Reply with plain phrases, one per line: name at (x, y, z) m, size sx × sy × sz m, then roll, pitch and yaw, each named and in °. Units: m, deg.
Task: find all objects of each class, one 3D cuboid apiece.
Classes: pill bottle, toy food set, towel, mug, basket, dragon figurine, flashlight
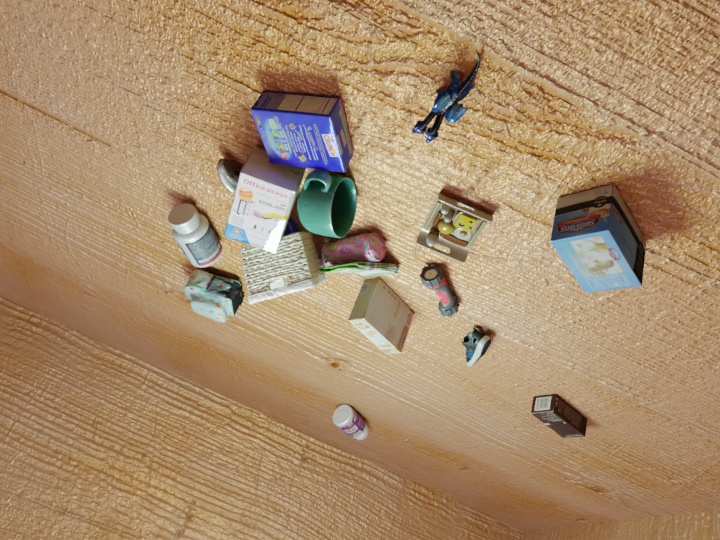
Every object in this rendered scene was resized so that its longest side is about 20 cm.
pill bottle at (-0.042, 0.748, 2.932) m, size 0.112 × 0.113 × 0.200 m, roll -5°, pitch 140°, yaw 36°
toy food set at (0.233, -0.100, 1.515) m, size 0.143 × 0.061 × 0.200 m, roll 22°, pitch 149°, yaw 0°
towel at (0.000, 0.000, 1.740) m, size 0.148 × 0.031 × 0.199 m, roll -9°, pitch 173°, yaw 40°
mug at (-0.091, -0.181, 1.518) m, size 0.114 × 0.152 × 0.186 m, roll 11°, pitch 118°, yaw 23°
basket at (-0.222, -0.013, 1.711) m, size 0.197 × 0.162 × 0.200 m, roll -14°, pitch -176°, yaw 7°
pill bottle at (-0.528, -0.114, 1.909) m, size 0.119 × 0.120 × 0.201 m, roll 10°, pitch 147°, yaw 19°
dragon figurine at (0.176, -0.327, 1.164) m, size 0.059 × 0.100 × 0.200 m, roll 31°, pitch 148°, yaw -16°
flashlight at (0.233, 0.065, 1.761) m, size 0.067 × 0.068 × 0.200 m, roll 2°, pitch 143°, yaw 28°

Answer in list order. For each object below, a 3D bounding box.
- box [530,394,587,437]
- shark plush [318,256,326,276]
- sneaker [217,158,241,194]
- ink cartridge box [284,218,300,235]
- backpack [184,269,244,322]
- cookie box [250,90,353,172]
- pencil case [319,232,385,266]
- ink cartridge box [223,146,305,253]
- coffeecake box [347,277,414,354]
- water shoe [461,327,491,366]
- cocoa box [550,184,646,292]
box at (0.716, 0.527, 2.163) m, size 0.200 × 0.075 × 0.100 m, roll 36°, pitch 146°, yaw -24°
shark plush at (-0.135, 0.003, 1.887) m, size 0.091 × 0.083 × 0.200 m, roll 60°, pitch 141°, yaw 11°
sneaker at (-0.303, -0.240, 1.636) m, size 0.082 × 0.078 × 0.200 m, roll -29°, pitch 127°, yaw 34°
ink cartridge box at (-0.263, -0.088, 1.859) m, size 0.199 × 0.044 × 0.199 m, roll 4°, pitch 144°, yaw 24°
backpack at (-0.550, 0.090, 2.209) m, size 0.199 × 0.154 × 0.176 m, roll 25°, pitch 155°, yaw 7°
cookie box at (-0.130, -0.320, 1.389) m, size 0.199 × 0.076 × 0.172 m, roll 11°, pitch 147°, yaw 18°
pencil case at (-0.024, -0.055, 1.720) m, size 0.199 × 0.088 × 0.087 m, roll -8°, pitch 138°, yaw 38°
ink cartridge box at (-0.245, -0.180, 1.537) m, size 0.146 × 0.145 × 0.201 m, roll 19°, pitch 126°, yaw -8°
coffeecake box at (0.070, 0.147, 1.903) m, size 0.073 × 0.154 × 0.200 m, roll -11°, pitch 136°, yaw 43°
water shoe at (0.374, 0.246, 1.971) m, size 0.079 × 0.071 × 0.200 m, roll 43°, pitch 155°, yaw 18°
cocoa box at (0.526, -0.063, 1.320) m, size 0.133 × 0.132 × 0.200 m, roll -11°, pitch 136°, yaw 42°
